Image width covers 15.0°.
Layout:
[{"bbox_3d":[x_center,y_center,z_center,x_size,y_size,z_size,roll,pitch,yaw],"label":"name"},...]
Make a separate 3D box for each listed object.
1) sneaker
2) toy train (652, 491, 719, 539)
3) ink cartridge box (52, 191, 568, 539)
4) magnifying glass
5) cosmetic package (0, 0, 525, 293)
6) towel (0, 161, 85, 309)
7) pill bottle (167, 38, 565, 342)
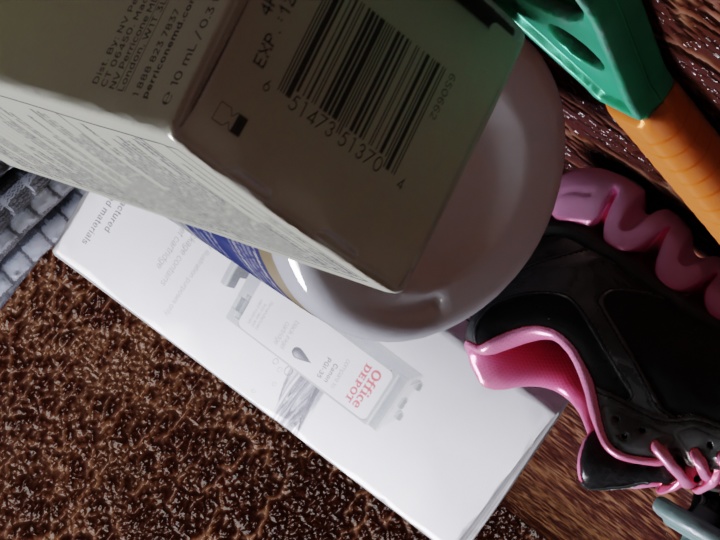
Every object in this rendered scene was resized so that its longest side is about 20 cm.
[{"bbox_3d":[0.119,0.052,0.929,0.200,0.095,0.079,34,155,25],"label":"sneaker"},{"bbox_3d":[0.196,0.104,1.028,0.114,0.085,0.200,30,180,-32],"label":"toy train"},{"bbox_3d":[0.000,0.000,1.096,0.200,0.083,0.147,37,-153,4],"label":"ink cartridge box"},{"bbox_3d":[0.067,-0.061,0.765,0.080,0.022,0.200,32,173,47],"label":"magnifying glass"},{"bbox_3d":[-0.062,-0.071,0.801,0.200,0.087,0.103,18,168,47],"label":"cosmetic package"},{"bbox_3d":[-0.170,-0.088,1.158,0.165,0.200,0.086,36,176,38],"label":"towel"},{"bbox_3d":[-0.031,-0.061,0.927,0.111,0.111,0.200,42,174,-40],"label":"pill bottle"}]
